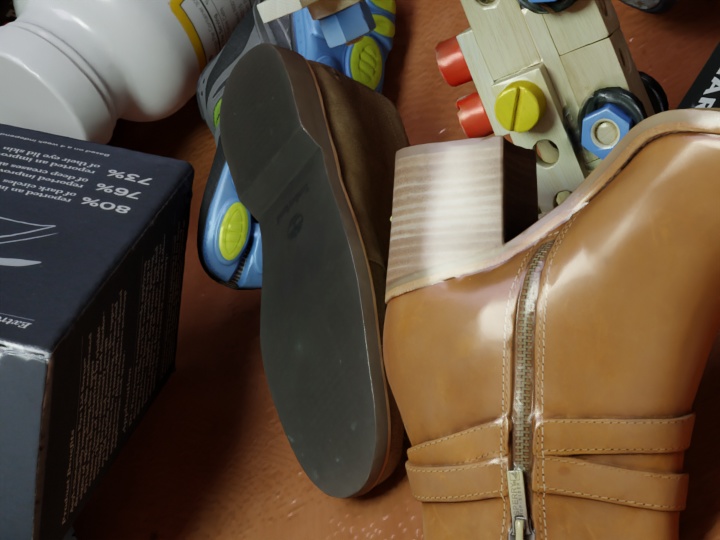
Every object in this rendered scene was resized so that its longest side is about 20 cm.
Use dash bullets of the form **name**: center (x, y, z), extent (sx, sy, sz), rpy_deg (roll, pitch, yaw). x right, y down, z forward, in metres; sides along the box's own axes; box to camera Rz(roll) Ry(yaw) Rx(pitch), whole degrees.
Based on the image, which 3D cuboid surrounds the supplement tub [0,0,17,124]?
- **supplement tub**: center (-0.176, -0.098, 1.369), extent (0.107, 0.107, 0.201), rpy_deg (-14, 45, 40)

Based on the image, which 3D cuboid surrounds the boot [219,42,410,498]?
- **boot**: center (0.000, 0.000, 1.103), extent (0.074, 0.075, 0.201), rpy_deg (-39, 50, 41)

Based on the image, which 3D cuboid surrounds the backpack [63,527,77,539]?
- **backpack**: center (-0.222, 0.146, 1.137), extent (0.200, 0.135, 0.182), rpy_deg (-47, 33, -6)

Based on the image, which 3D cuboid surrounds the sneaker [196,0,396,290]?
- **sneaker**: center (-0.034, -0.064, 1.218), extent (0.083, 0.071, 0.200), rpy_deg (-36, 30, 41)

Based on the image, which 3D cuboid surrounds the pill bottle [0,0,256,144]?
- **pill bottle**: center (-0.096, -0.143, 1.299), extent (0.104, 0.104, 0.200), rpy_deg (5, 47, 51)

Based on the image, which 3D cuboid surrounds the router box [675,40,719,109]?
- **router box**: center (0.219, -0.106, 0.976), extent (0.149, 0.051, 0.201), rpy_deg (13, 65, 52)

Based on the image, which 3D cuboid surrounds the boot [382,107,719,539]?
- **boot**: center (0.101, 0.028, 0.920), extent (0.199, 0.074, 0.156), rpy_deg (-7, 84, 32)

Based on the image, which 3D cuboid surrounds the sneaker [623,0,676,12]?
- **sneaker**: center (0.142, -0.205, 1.073), extent (0.077, 0.203, 0.146), rpy_deg (35, 64, 25)

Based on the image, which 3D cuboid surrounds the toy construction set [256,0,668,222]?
- **toy construction set**: center (0.041, -0.061, 1.018), extent (0.130, 0.201, 0.092), rpy_deg (-20, 24, 22)

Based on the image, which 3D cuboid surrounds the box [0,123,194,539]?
- **box**: center (-0.166, 0.023, 1.114), extent (0.147, 0.105, 0.200), rpy_deg (12, 27, 10)
